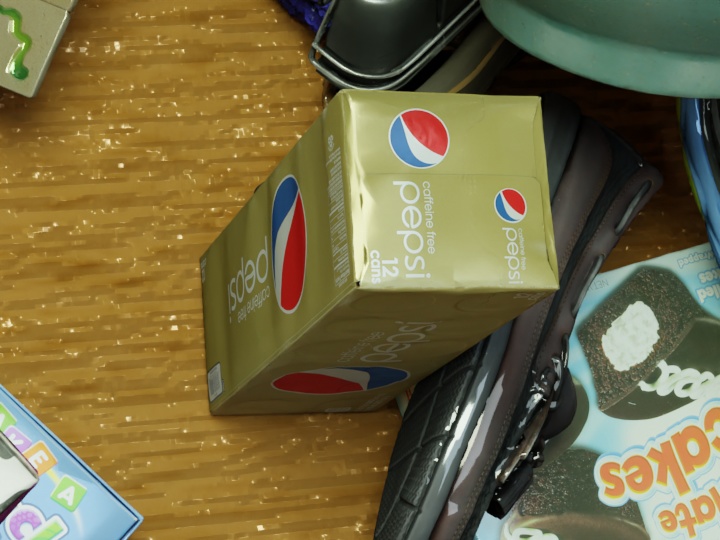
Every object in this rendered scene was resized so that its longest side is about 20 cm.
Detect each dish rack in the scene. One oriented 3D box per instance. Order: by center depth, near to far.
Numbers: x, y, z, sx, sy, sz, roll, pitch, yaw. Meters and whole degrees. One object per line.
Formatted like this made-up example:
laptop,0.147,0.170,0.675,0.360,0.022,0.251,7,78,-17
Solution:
dish rack,-0.019,-0.177,0.820,0.200,0.055,0.153,39,65,13

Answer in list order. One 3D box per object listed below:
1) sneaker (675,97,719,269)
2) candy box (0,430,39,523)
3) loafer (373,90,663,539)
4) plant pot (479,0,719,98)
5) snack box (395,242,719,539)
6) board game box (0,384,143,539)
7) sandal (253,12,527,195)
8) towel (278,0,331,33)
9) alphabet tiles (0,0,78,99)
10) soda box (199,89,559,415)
sneaker,0.172,-0.020,0.833,0.083,0.071,0.200,-21,80,9
candy box,-0.195,0.116,0.656,0.061,0.136,0.200,47,68,0
loafer,0.062,0.028,0.798,0.063,0.072,0.200,25,64,-11
plant pot,0.105,-0.139,0.720,0.200,0.134,0.200,7,30,-4
snack box,0.119,0.055,0.863,0.200,0.037,0.116,-16,79,-21
board game box,-0.196,0.107,0.751,0.151,0.037,0.200,44,69,-3
sandal,0.026,-0.085,0.847,0.200,0.082,0.055,-42,92,-23
towel,0.009,-0.197,0.893,0.200,0.050,0.148,-39,83,-22
alphabet tiles,-0.161,-0.153,0.791,0.166,0.006,0.200,23,89,14
soda box,0.000,0.000,0.752,0.068,0.200,0.064,0,76,-17
